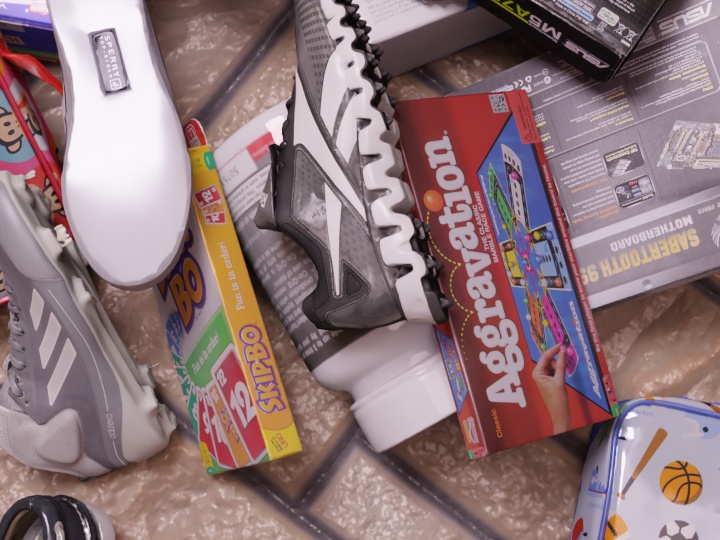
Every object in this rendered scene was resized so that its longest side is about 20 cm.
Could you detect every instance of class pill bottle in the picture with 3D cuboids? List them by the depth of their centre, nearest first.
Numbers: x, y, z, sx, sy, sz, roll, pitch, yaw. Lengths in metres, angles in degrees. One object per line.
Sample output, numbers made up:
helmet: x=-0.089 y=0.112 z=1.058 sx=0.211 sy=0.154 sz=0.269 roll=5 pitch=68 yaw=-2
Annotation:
pill bottle: x=0.000 y=0.000 z=0.730 sx=0.114 sy=0.114 sz=0.200 roll=-29 pitch=83 yaw=-8

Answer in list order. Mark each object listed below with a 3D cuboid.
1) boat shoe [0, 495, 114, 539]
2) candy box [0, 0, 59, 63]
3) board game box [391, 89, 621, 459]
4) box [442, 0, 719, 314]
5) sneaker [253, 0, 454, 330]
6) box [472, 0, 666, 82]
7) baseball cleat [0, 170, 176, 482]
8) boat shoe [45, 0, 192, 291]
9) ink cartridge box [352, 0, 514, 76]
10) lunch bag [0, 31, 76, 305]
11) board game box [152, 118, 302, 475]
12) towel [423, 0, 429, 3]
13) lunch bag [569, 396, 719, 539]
boat shoe: x=-0.199 y=0.226 z=0.690 sx=0.075 sy=0.060 sz=0.201 roll=2 pitch=73 yaw=25
candy box: x=-0.210 y=-0.240 z=0.779 sx=0.169 sy=0.077 sz=0.201 roll=11 pitch=78 yaw=-1
board game box: x=0.078 y=-0.003 z=0.693 sx=0.103 sy=0.019 sz=0.200 roll=-10 pitch=81 yaw=-32
box: x=0.154 y=-0.062 z=0.737 sx=0.200 sy=0.048 sz=0.159 roll=-22 pitch=81 yaw=24
sneaker: x=-0.020 y=-0.058 z=0.645 sx=0.090 sy=0.066 sz=0.201 roll=-17 pitch=84 yaw=10
box: x=0.112 y=-0.238 z=0.700 sx=0.200 sy=0.048 sz=0.193 roll=33 pitch=74 yaw=5
baseball cleat: x=-0.184 y=0.044 z=0.697 sx=0.106 sy=0.070 sz=0.200 roll=-26 pitch=116 yaw=-2
boat shoe: x=-0.136 y=-0.084 z=0.687 sx=0.071 sy=0.070 sz=0.201 roll=-13 pitch=81 yaw=-5
ink cartridge box: x=0.028 y=-0.242 z=0.788 sx=0.146 sy=0.086 sz=0.200 roll=-22 pitch=80 yaw=-7
lunch bag: x=-0.250 y=-0.071 z=0.710 sx=0.176 sy=0.082 sz=0.200 roll=-22 pitch=112 yaw=-6
board game box: x=-0.092 y=0.018 z=0.725 sx=0.030 sy=0.095 sz=0.201 roll=-12 pitch=83 yaw=-31
towel: x=0.031 y=-0.278 z=0.737 sx=0.149 sy=0.031 sz=0.200 roll=30 pitch=79 yaw=1
lunch bag: x=0.231 y=0.157 z=0.737 sx=0.199 sy=0.076 sz=0.161 roll=13 pitch=77 yaw=0
